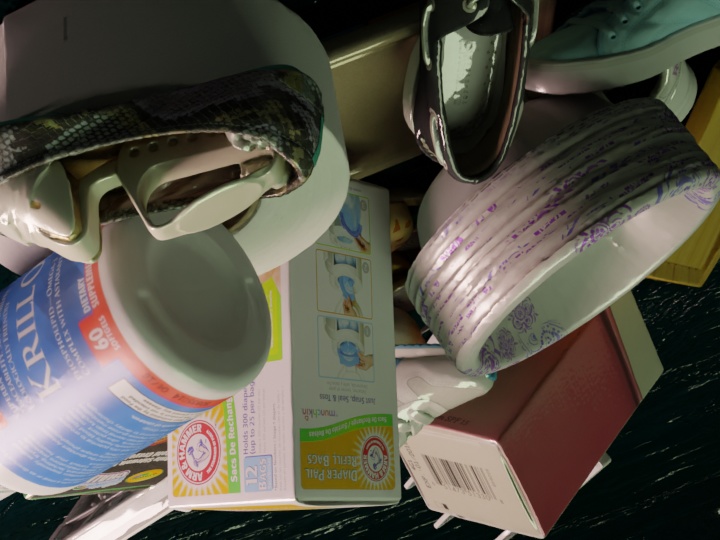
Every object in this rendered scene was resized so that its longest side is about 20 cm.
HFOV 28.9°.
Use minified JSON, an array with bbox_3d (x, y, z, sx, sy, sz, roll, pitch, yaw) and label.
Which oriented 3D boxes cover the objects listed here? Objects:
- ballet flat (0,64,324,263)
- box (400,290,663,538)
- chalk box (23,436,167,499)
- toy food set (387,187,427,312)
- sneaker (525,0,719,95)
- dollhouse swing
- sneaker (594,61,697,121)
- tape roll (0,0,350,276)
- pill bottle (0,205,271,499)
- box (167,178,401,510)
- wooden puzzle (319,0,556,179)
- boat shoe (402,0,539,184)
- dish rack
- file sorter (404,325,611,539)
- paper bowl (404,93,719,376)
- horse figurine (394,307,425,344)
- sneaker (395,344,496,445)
[{"bbox_3d":[-0.112,-0.041,0.637,0.199,0.073,0.072,-13,159,5],"label":"ballet flat"},{"bbox_3d":[0.135,0.101,1.141,0.127,0.109,0.200,5,-137,45],"label":"box"},{"bbox_3d":[-0.176,0.078,0.982,0.200,0.125,0.124,-36,156,31],"label":"chalk box"},{"bbox_3d":[0.000,0.000,1.078,0.197,0.049,0.200,-3,149,-42],"label":"toy food set"},{"bbox_3d":[0.173,-0.167,0.850,0.199,0.083,0.074,-24,-159,-25],"label":"sneaker"},{"bbox_3d":[0.214,-0.085,1.097,0.180,0.177,0.200,11,-178,28],"label":"dollhouse swing"},{"bbox_3d":[0.138,-0.096,0.967,0.199,0.075,0.100,-38,162,9],"label":"sneaker"},{"bbox_3d":[-0.108,-0.064,0.738,0.200,0.071,0.203,-8,151,-4],"label":"tape roll"},{"bbox_3d":[-0.152,0.052,0.739,0.199,0.113,0.112,-32,157,31],"label":"pill bottle"},{"bbox_3d":[-0.049,0.048,0.873,0.112,0.202,0.101,-11,166,38],"label":"box"},{"bbox_3d":[0.032,-0.119,0.867,0.184,0.037,0.200,-22,163,-6],"label":"wooden puzzle"},{"bbox_3d":[0.060,-0.137,0.734,0.073,0.060,0.201,-8,131,-19],"label":"boat shoe"},{"bbox_3d":[-0.161,0.162,1.150,0.171,0.044,0.200,-35,-168,24],"label":"dish rack"},{"bbox_3d":[0.099,0.149,1.279,0.124,0.200,0.139,-29,163,-31],"label":"file sorter"},{"bbox_3d":[0.116,-0.032,0.866,0.200,0.105,0.201,-32,161,-12],"label":"paper bowl"},{"bbox_3d":[-0.004,0.062,1.086,0.132,0.050,0.199,-29,155,25],"label":"horse figurine"},{"bbox_3d":[0.007,0.108,1.009,0.199,0.081,0.076,-19,155,21],"label":"sneaker"}]
